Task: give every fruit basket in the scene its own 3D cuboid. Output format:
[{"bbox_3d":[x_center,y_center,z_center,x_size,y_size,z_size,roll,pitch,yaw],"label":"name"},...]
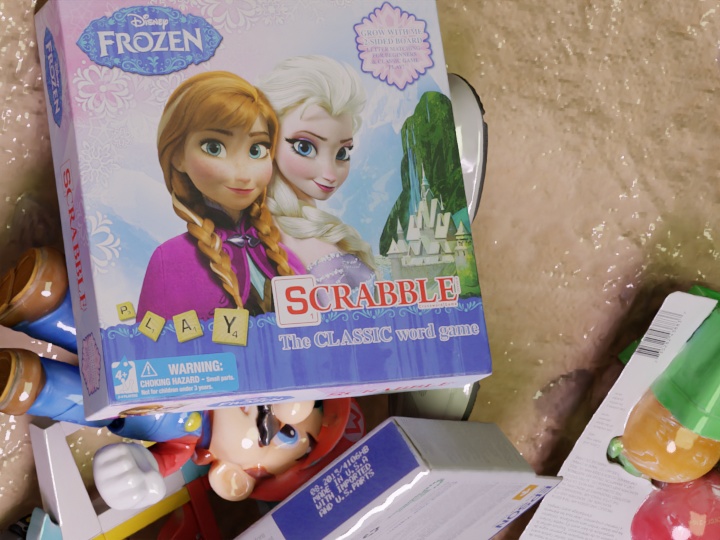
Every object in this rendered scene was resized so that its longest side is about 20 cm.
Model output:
[{"bbox_3d":[0.191,0.110,1.596,0.185,0.094,0.200,16,117,-34],"label":"fruit basket"}]

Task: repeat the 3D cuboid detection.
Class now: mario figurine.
[{"bbox_3d":[-0.078,0.052,1.349,0.200,0.106,0.124,20,105,-29],"label":"mario figurine"}]

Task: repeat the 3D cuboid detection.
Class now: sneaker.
[{"bbox_3d":[0.000,0.000,1.434,0.115,0.076,0.201,-5,104,-26],"label":"sneaker"}]

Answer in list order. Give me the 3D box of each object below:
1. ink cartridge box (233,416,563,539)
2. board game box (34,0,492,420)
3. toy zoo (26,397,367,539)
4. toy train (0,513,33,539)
[{"bbox_3d":[-0.010,0.148,1.440,0.196,0.043,0.200,-39,163,15],"label":"ink cartridge box"},{"bbox_3d":[-0.046,-0.036,1.335,0.200,0.041,0.200,-5,79,-24],"label":"board game box"},{"bbox_3d":[-0.088,0.104,1.432,0.200,0.020,0.131,-29,115,-24],"label":"toy zoo"},{"bbox_3d":[-0.132,0.201,1.464,0.046,0.034,0.200,-44,126,-21],"label":"toy train"}]
